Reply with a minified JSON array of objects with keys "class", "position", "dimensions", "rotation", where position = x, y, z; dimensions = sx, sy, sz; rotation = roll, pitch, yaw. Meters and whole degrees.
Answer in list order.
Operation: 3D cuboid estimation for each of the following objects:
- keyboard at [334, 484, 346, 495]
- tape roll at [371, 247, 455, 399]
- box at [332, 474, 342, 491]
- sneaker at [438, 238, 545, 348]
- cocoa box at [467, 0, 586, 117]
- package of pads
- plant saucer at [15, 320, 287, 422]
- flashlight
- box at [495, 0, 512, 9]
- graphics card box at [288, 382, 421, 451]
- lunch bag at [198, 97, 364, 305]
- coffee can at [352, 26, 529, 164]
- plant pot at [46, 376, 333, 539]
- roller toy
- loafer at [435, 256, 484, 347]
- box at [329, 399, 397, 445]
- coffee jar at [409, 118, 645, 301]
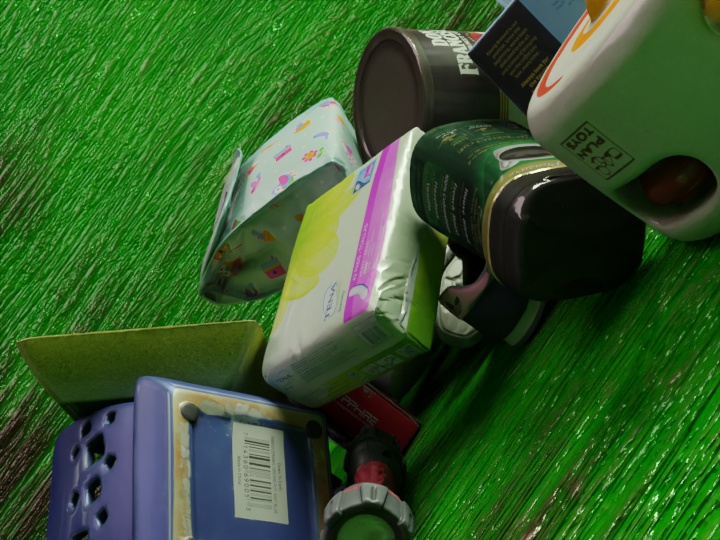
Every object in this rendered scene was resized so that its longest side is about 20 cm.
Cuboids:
[{"class":"keyboard","position":[-0.034,0.244,1.081],"dimensions":[0.127,0.021,0.200],"rotation":[-56,3,-22]},{"class":"tape roll","position":[0.049,0.022,1.132],"dimensions":[0.203,0.071,0.203],"rotation":[-57,-16,-26]},{"class":"box","position":[-0.112,0.284,1.264],"dimensions":[0.141,0.079,0.200],"rotation":[-59,6,-28]},{"class":"sneaker","position":[0.115,-0.037,0.946],"dimensions":[0.070,0.082,0.201],"rotation":[123,165,-50]},{"class":"cocoa box","position":[0.204,-0.196,0.873],"dimensions":[0.200,0.131,0.133],"rotation":[-47,-8,28]},{"class":"package of pads","position":[0.000,0.000,0.948],"dimensions":[0.154,0.068,0.201],"rotation":[-33,33,42]},{"class":"plant saucer","position":[-0.172,0.110,1.004],"dimensions":[0.200,0.199,0.048],"rotation":[81,-175,-64]},{"class":"flashlight","position":[0.007,0.168,0.881],"dimensions":[0.068,0.068,0.200],"rotation":[-55,5,10]},{"class":"box","position":[0.224,-0.263,0.998],"dimensions":[0.177,0.200,0.097],"rotation":[-52,5,17]},{"class":"graphics card box","position":[-0.022,0.130,1.131],"dimensions":[0.051,0.125,0.200],"rotation":[-53,5,-11]},{"class":"lunch bag","position":[-0.079,-0.061,1.179],"dimensions":[0.200,0.122,0.171],"rotation":[-31,26,16]},{"class":"coffee can","position":[0.112,-0.160,1.139],"dimensions":[0.146,0.199,0.147],"rotation":[14,106,62]},{"class":"plant pot","position":[-0.126,0.200,0.927],"dimensions":[0.180,0.199,0.201],"rotation":[-41,44,43]},{"class":"roller toy","position":[0.188,-0.122,0.667],"dimensions":[0.183,0.140,0.200],"rotation":[-53,5,23]},{"class":"loafer","position":[0.121,-0.002,1.060],"dimensions":[0.200,0.070,0.070],"rotation":[-58,-21,-35]},{"class":"box","position":[-0.001,0.151,1.317],"dimensions":[0.039,0.041,0.200],"rotation":[-55,3,-29]},{"class":"coffee jar","position":[0.112,-0.046,0.816],"dimensions":[0.200,0.104,0.086],"rotation":[-133,38,-65]}]
